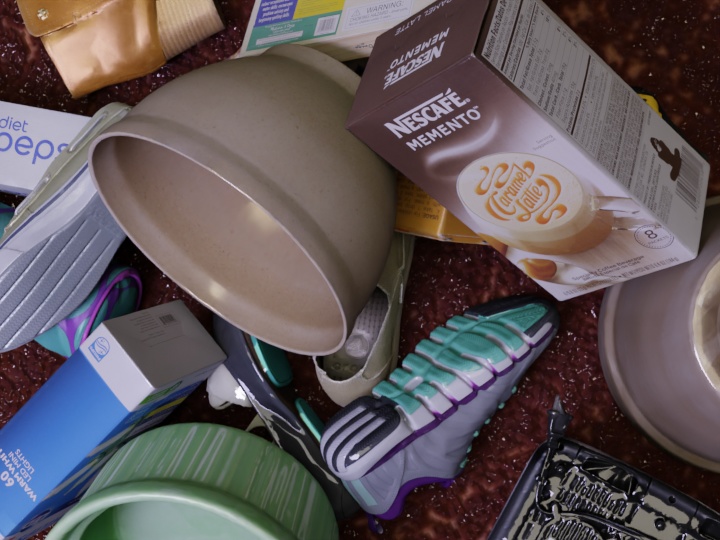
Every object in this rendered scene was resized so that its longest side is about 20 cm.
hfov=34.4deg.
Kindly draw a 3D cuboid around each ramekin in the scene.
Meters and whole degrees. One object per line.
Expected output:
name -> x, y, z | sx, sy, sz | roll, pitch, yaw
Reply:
ramekin -> -0.109, 0.200, 0.789 | 0.200, 0.098, 0.200 | 5, 119, 9

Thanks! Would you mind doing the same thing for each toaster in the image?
toaster -> 0.164, 0.212, 0.773 | 0.181, 0.119, 0.200 | 28, 90, 9

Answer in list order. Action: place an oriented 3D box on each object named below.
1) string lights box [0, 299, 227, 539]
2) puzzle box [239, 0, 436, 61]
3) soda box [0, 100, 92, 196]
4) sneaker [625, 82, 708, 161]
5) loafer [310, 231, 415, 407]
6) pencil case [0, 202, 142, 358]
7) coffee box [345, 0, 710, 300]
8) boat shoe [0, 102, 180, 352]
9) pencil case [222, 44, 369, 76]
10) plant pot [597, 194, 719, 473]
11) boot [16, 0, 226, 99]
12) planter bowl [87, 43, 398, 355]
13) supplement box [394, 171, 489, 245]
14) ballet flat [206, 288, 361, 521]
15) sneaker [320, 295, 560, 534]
string lights box -> -0.196, 0.111, 0.817 | 0.200, 0.103, 0.059 | -44, 80, 21
puzzle box -> 0.019, -0.202, 0.772 | 0.200, 0.025, 0.133 | -3, 61, 32
soda box -> -0.251, -0.089, 0.887 | 0.200, 0.068, 0.064 | 11, 85, 10
sneaker -> 0.152, -0.114, 0.767 | 0.200, 0.090, 0.070 | 32, 78, -34
loafer -> 0.000, 0.000, 0.841 | 0.075, 0.068, 0.200 | -2, 85, 8
pencil case -> -0.269, 0.001, 0.873 | 0.200, 0.085, 0.093 | 23, 109, 8
coffee box -> 0.105, -0.076, 0.711 | 0.200, 0.114, 0.080 | 36, 54, -25
boat shoe -> -0.205, -0.031, 0.808 | 0.200, 0.072, 0.062 | -49, 50, -9
pencil case -> -0.032, -0.170, 0.856 | 0.200, 0.078, 0.089 | -42, 75, 3
plant pot -> 0.260, 0.039, 0.747 | 0.200, 0.174, 0.200 | -1, 85, 7
boot -> -0.200, -0.244, 0.890 | 0.144, 0.071, 0.202 | -20, 87, 3
planter bowl -> -0.055, -0.059, 0.755 | 0.200, 0.200, 0.135 | 33, 65, 10
supplement box -> 0.067, -0.121, 0.806 | 0.069, 0.066, 0.200 | 11, 94, 43
ballet flat -> -0.070, 0.098, 0.845 | 0.073, 0.073, 0.200 | -32, 84, 5
sneaker -> 0.065, 0.098, 0.828 | 0.200, 0.074, 0.088 | -33, 120, -15
